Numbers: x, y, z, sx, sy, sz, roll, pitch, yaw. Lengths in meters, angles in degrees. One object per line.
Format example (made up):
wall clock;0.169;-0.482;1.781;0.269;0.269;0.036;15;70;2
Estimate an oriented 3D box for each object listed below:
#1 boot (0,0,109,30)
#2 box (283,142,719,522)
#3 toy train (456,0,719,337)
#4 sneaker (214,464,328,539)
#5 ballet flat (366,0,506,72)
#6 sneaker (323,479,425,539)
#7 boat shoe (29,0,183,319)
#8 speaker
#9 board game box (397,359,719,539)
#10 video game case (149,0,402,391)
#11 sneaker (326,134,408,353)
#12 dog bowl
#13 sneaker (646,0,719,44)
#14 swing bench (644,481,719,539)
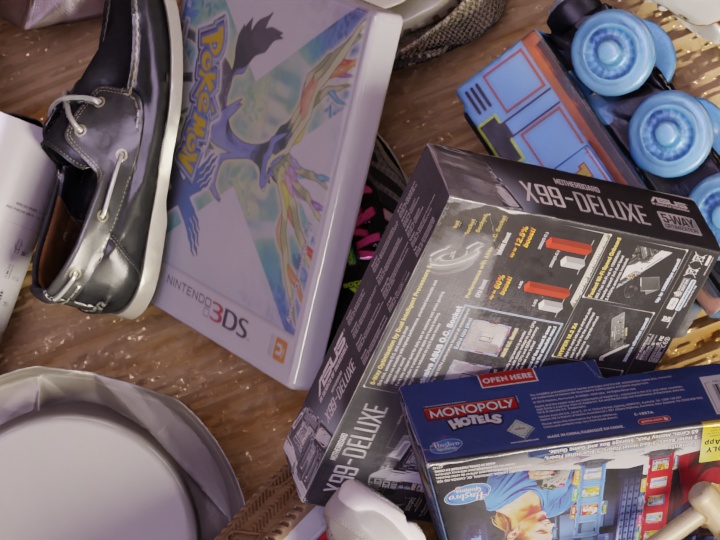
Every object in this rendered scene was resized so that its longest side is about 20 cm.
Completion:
boot;-0.127;-0.225;1.475;0.185;0.064;0.201;7;82;26
box;0.069;0.042;1.321;0.157;0.050;0.201;10;123;-24
toy train;0.144;-0.052;1.389;0.114;0.087;0.201;-36;79;15
sneaker;-0.051;0.196;1.365;0.200;0.071;0.113;-42;116;-26
ballet flat;-0.014;-0.126;1.433;0.199;0.075;0.068;-27;68;8
sneaker;0.008;0.201;1.316;0.082;0.075;0.201;-27;121;-26
boat shoe;-0.140;-0.076;1.428;0.067;0.072;0.201;8;88;-27
speaker;-0.230;0.005;1.463;0.081;0.081;0.201;19;88;14
board game box;0.117;0.140;1.339;0.199;0.201;0.062;-7;40;-12
video game case;-0.057;-0.059;1.386;0.182;0.022;0.201;27;108;51
sneaker;0.000;0.000;1.395;0.073;0.087;0.201;-15;91;5
dog bowl;-0.160;0.148;1.413;0.199;0.059;0.201;0;92;-7
sneaker;0.162;-0.164;1.404;0.199;0.073;0.085;11;121;28
swing bench;0.157;0.246;1.307;0.198;0.200;0.130;-36;49;5
